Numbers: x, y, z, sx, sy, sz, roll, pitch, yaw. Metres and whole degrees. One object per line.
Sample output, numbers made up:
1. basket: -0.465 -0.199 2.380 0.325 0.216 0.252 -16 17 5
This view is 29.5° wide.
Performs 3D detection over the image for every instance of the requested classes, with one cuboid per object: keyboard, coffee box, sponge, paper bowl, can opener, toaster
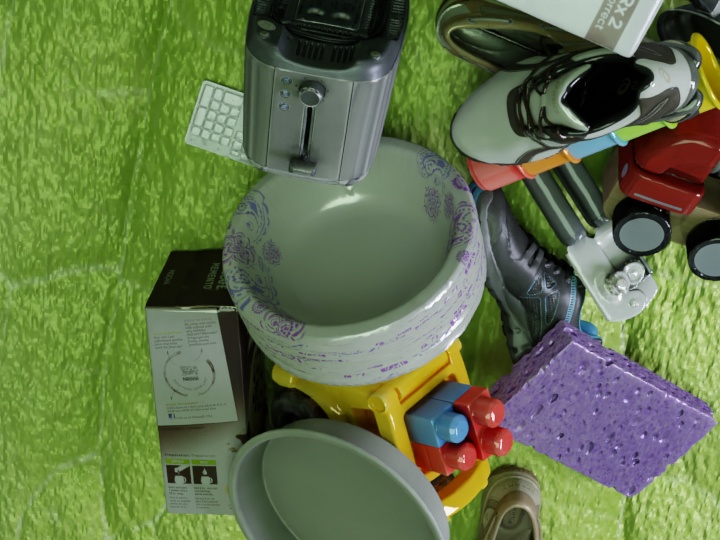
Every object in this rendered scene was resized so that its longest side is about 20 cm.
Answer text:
1. keyboard: -0.044 -0.100 1.134 0.199 0.011 0.056 19 115 -7
2. coffee box: -0.127 0.095 1.171 0.079 0.113 0.201 0 116 5
3. sponge: 0.207 0.125 1.187 0.200 0.030 0.112 28 116 -32
4. paper bowl: 0.000 0.000 1.070 0.200 0.201 0.105 -12 140 8
5. can opener: 0.176 -0.045 1.125 0.053 0.066 0.200 -34 102 -3
6. toaster: -0.028 -0.157 1.022 0.113 0.200 0.130 10 133 -1

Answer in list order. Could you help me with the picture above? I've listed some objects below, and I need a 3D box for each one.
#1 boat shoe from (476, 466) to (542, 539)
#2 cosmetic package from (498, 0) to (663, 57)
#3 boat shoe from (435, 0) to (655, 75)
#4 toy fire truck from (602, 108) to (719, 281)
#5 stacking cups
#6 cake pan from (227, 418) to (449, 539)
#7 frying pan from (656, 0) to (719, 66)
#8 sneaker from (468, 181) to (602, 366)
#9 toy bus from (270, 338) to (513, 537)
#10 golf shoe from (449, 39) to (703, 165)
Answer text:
1. boat shoe: 0.134 0.283 1.278 0.071 0.065 0.201 0 115 2
2. cosmetic package: 0.139 -0.275 0.939 0.164 0.200 0.165 21 114 -8
3. boat shoe: 0.154 -0.160 1.061 0.199 0.076 0.072 12 114 -4
4. toy fire truck: 0.298 -0.082 1.033 0.175 0.129 0.200 18 132 -6
5. stacking cups: 0.172 -0.117 1.032 0.199 0.061 0.061 -19 114 28
6. cake pan: -0.014 0.199 1.105 0.199 0.037 0.201 16 129 21
7. frying pan: 0.254 -0.187 1.024 0.031 0.115 0.190 -50 120 -8
8. sneaker: 0.142 0.002 1.148 0.082 0.073 0.201 -21 123 6
9. toy bus: 0.044 0.144 1.134 0.191 0.136 0.201 10 125 42
10. golf shoe: 0.138 -0.123 0.969 0.199 0.094 0.078 -15 87 34
